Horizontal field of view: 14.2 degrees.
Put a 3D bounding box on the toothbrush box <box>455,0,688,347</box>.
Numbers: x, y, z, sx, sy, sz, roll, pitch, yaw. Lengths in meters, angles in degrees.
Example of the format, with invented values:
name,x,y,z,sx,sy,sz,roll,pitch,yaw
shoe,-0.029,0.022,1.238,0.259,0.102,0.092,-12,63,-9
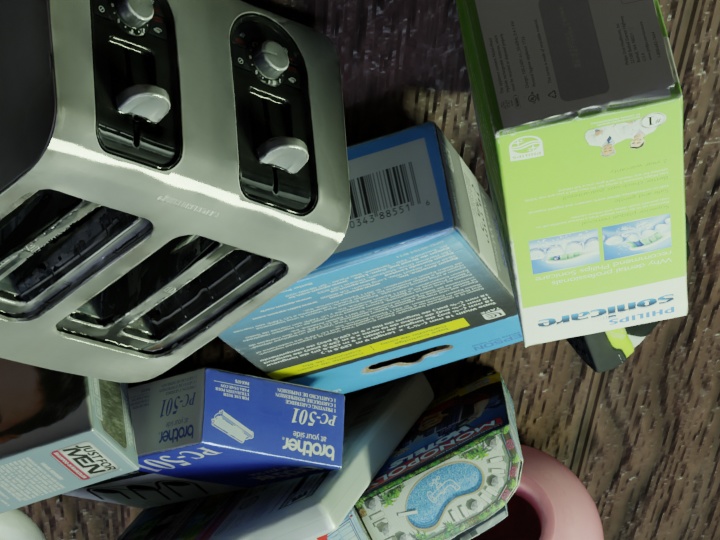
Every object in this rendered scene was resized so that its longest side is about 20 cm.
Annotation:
name,x,y,z,sx,sy,sz,roll,pitch,yaw
toothbrush box,0.094,-0.079,1.318,0.086,0.146,0.200,-12,152,2

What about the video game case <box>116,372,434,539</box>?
name,x,y,z,sx,sy,sz,roll,pitch,yaw
video game case,-0.063,0.131,1.640,0.182,0.023,0.200,-24,-170,24

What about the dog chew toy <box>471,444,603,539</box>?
name,x,y,z,sx,sy,sz,roll,pitch,yaw
dog chew toy,0.090,0.185,1.821,0.124,0.125,0.200,-10,159,0

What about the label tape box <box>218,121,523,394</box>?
name,x,y,z,sx,sy,sz,roll,pitch,yaw
label tape box,0.000,0.000,1.505,0.143,0.064,0.200,-16,161,10

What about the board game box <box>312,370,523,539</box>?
name,x,y,z,sx,sy,sz,roll,pitch,yaw
board game box,0.006,0.145,1.624,0.199,0.062,0.200,-27,-171,6

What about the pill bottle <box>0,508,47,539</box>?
name,x,y,z,sx,sy,sz,roll,pitch,yaw
pill bottle,-0.251,0.185,1.666,0.108,0.109,0.200,3,172,-23

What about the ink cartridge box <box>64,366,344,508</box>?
name,x,y,z,sx,sy,sz,roll,pitch,yaw
ink cartridge box,-0.104,0.095,1.604,0.094,0.044,0.200,13,162,-34

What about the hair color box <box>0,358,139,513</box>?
name,x,y,z,sx,sy,sz,roll,pitch,yaw
hair color box,-0.224,0.082,1.548,0.199,0.099,0.061,-18,149,14

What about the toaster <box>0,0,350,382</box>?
name,x,y,z,sx,sy,sz,roll,pitch,yaw
toaster,-0.129,-0.046,1.333,0.180,0.119,0.200,19,140,-40

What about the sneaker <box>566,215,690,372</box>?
name,x,y,z,sx,sy,sz,roll,pitch,yaw
sneaker,0.132,-0.021,1.538,0.083,0.072,0.200,-34,152,-6
